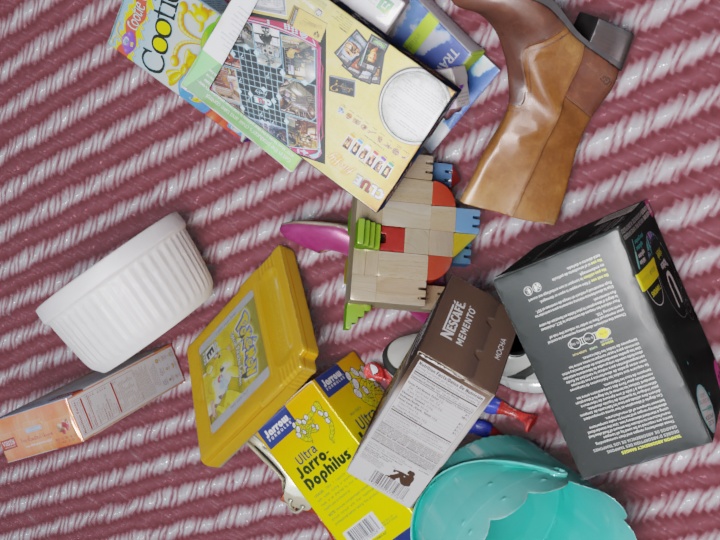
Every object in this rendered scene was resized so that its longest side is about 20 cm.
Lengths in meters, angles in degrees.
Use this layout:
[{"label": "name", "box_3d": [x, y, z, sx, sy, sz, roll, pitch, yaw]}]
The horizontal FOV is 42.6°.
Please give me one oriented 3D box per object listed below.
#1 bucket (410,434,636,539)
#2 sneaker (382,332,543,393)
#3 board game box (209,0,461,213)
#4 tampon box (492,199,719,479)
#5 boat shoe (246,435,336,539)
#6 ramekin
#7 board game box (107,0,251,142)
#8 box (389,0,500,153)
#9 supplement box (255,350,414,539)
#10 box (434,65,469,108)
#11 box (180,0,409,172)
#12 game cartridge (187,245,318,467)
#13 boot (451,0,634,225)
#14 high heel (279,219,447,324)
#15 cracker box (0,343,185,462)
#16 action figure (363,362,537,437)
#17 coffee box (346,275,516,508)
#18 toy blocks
[{"label": "bucket", "box_3d": [0.153, 0.273, 0.917, 0.204, 0.135, 0.210, -6, 108, -18]}, {"label": "sneaker", "box_3d": [0.113, 0.078, 0.959, 0.197, 0.074, 0.080, -4, 140, 21]}, {"label": "board game box", "box_3d": [-0.025, -0.168, 0.855, 0.199, 0.035, 0.136, 37, 110, 4]}, {"label": "tampon box", "box_3d": [0.238, 0.060, 0.861, 0.125, 0.150, 0.202, -24, 92, 29]}, {"label": "boat shoe", "box_3d": [-0.075, 0.249, 1.100, 0.201, 0.062, 0.071, 56, 155, 6]}, {"label": "ramekin", "box_3d": [-0.266, 0.030, 1.082, 0.199, 0.200, 0.106, -32, 98, 29]}, {"label": "board game box", "box_3d": [-0.157, -0.241, 1.007, 0.199, 0.105, 0.104, 37, 115, 14]}, {"label": "box", "box_3d": [0.032, -0.230, 0.949, 0.200, 0.048, 0.122, 47, 119, 9]}, {"label": "supplement box", "box_3d": [-0.002, 0.213, 1.041, 0.109, 0.109, 0.201, -43, 83, 28]}, {"label": "box", "box_3d": [0.011, -0.170, 0.925, 0.197, 0.041, 0.039, -3, 102, 29]}, {"label": "box", "box_3d": [-0.066, -0.219, 0.894, 0.144, 0.036, 0.201, 38, 110, 0]}, {"label": "game cartridge", "box_3d": [-0.129, 0.097, 1.062, 0.200, 0.032, 0.178, -47, 40, 28]}, {"label": "boot", "box_3d": [0.137, -0.158, 0.868, 0.186, 0.069, 0.202, 16, 108, -21]}, {"label": "high heel", "box_3d": [0.000, 0.000, 1.013, 0.197, 0.067, 0.097, 10, 97, 10]}, {"label": "cracker box", "box_3d": [-0.329, 0.161, 1.139, 0.133, 0.200, 0.058, -18, 95, 29]}, {"label": "action figure", "box_3d": [0.091, 0.145, 1.016, 0.198, 0.052, 0.066, 23, 117, 22]}, {"label": "coffee box", "box_3d": [0.068, 0.120, 0.889, 0.079, 0.113, 0.201, 28, 132, 3]}, {"label": "toy blocks", "box_3d": [0.058, -0.037, 0.935, 0.134, 0.100, 0.203, 5, 81, -7]}]
